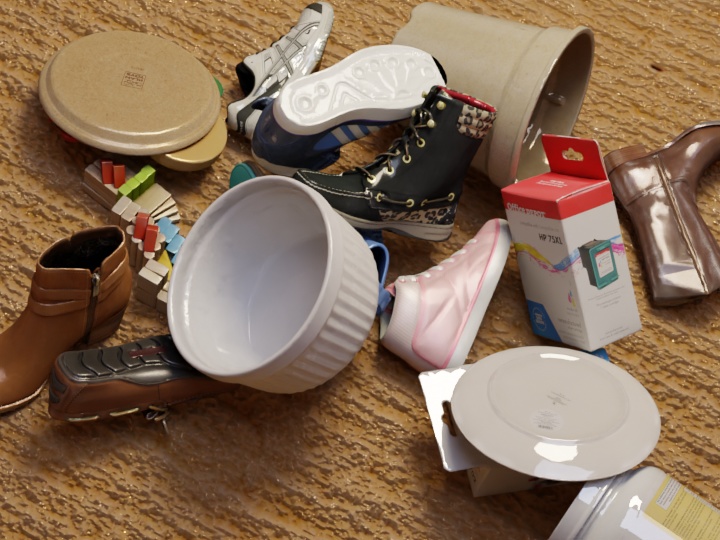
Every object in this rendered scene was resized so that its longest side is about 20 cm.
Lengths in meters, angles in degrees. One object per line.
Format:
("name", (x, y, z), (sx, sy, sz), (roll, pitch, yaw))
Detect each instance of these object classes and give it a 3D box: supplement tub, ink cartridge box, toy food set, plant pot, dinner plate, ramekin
("supplement tub", (0.281, 0.273, 1.631), (0.200, 0.146, 0.145), (34, 58, 11))
("ink cartridge box", (0.207, -0.030, 1.767), (0.067, 0.116, 0.201), (-20, 105, -21))
("ink cartridge box", (0.158, 0.151, 1.729), (0.199, 0.068, 0.115), (-6, 58, -15))
("toy food set", (-0.241, -0.184, 1.856), (0.199, 0.049, 0.198), (1, 46, -14))
("plant pot", (0.128, -0.197, 1.887), (0.183, 0.201, 0.201), (24, 56, 18))
("dinner plate", (0.185, 0.126, 1.660), (0.199, 0.024, 0.200), (2, 35, -2))
("ramekin", (-0.076, 0.022, 1.661), (0.105, 0.200, 0.201), (30, 41, -47))

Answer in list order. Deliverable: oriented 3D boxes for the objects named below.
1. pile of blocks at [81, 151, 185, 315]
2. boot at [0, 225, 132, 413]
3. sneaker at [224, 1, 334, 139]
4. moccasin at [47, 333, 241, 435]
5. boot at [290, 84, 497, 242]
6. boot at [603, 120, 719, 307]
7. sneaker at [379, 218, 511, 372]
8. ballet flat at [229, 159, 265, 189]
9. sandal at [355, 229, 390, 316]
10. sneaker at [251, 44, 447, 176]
("pile of blocks", (-0.215, -0.051, 1.786), (0.082, 0.062, 0.200), (-19, 64, -22))
("boot", (-0.298, 0.045, 1.652), (0.200, 0.155, 0.077), (-27, 67, -25))
("sneaker", (-0.088, -0.225, 1.914), (0.087, 0.076, 0.200), (18, 56, 0))
("moccasin", (-0.203, 0.112, 1.680), (0.201, 0.078, 0.074), (-10, 43, -38))
("boot", (0.034, -0.117, 1.753), (0.203, 0.154, 0.073), (11, 23, -36))
("boot", (0.374, -0.058, 1.908), (0.186, 0.064, 0.201), (-17, 59, -6))
("sneaker", (0.082, 0.013, 1.797), (0.104, 0.075, 0.201), (25, 61, -1))
("ballet flat", (-0.079, -0.022, 1.801), (0.072, 0.068, 0.201), (2, 56, -34))
("sandal", (0.000, 0.000, 1.760), (0.079, 0.087, 0.200), (34, 36, -21))
("sneaker", (-0.021, -0.158, 1.821), (0.199, 0.146, 0.081), (-18, 75, -25))
